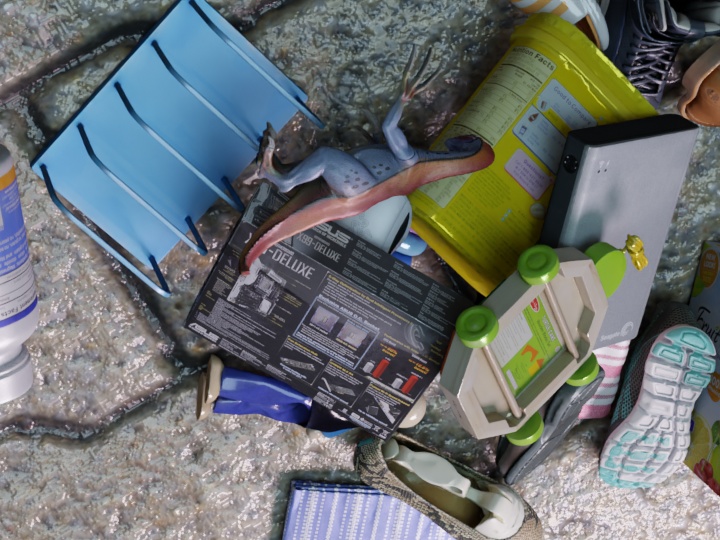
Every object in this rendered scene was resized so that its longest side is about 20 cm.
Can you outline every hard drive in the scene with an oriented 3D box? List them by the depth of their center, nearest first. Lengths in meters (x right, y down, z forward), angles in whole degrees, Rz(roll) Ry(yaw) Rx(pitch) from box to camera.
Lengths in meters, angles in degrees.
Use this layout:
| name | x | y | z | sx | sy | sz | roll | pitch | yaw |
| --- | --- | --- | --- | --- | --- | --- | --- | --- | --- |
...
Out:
| name | x | y | z | sx | sy | sz | roll | pitch | yaw |
| --- | --- | --- | --- | --- | --- | --- | --- | --- | --- |
| hard drive | 0.198 | -0.025 | 1.575 | 0.139 | 0.033 | 0.201 | -13 | 126 | -41 |

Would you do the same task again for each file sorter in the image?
| name | x | y | z | sx | sy | sz | roll | pitch | yaw |
| --- | --- | --- | --- | --- | --- | --- | --- | --- | --- |
| file sorter | -0.147 | -0.100 | 1.562 | 0.139 | 0.123 | 0.200 | 41 | 95 | -23 |

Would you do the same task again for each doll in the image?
| name | x | y | z | sx | sy | sz | roll | pitch | yaw |
| --- | --- | --- | --- | --- | --- | --- | --- | --- | --- |
| doll | -0.038 | 0.113 | 1.680 | 0.199 | 0.137 | 0.049 | 7 | 63 | -13 |

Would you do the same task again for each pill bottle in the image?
| name | x | y | z | sx | sy | sz | roll | pitch | yaw |
| --- | --- | --- | --- | --- | --- | --- | --- | --- | --- |
| pill bottle | -0.320 | 0.005 | 1.557 | 0.111 | 0.112 | 0.201 | -11 | 112 | -11 |

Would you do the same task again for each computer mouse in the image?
| name | x | y | z | sx | sy | sz | roll | pitch | yaw |
| --- | --- | --- | --- | --- | --- | --- | --- | --- | --- |
| computer mouse | -0.021 | -0.001 | 1.573 | 0.109 | 0.044 | 0.200 | 31 | 134 | 5 |

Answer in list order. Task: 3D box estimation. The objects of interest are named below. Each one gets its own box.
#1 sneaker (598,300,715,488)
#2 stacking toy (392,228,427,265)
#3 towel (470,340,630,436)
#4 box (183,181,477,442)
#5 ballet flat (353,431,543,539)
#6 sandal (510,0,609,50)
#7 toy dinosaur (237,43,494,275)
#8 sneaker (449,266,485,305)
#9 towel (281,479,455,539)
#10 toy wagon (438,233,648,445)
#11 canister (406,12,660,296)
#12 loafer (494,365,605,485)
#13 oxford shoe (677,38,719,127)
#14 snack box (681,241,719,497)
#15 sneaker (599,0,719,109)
| name | x | y | z | sx | sy | sz | roll | pitch | yaw |
| --- | --- | --- | --- | --- | --- | --- | --- | --- | --- |
| sneaker | 0.272 | 0.113 | 1.774 | 0.077 | 0.091 | 0.201 | 15 | 123 | -9 |
| stacking toy | 0.000 | 0.000 | 1.663 | 0.085 | 0.085 | 0.201 | 28 | 103 | -22 |
| towel | 0.174 | 0.073 | 1.715 | 0.145 | 0.030 | 0.201 | -7 | 140 | -13 |
| box | -0.028 | 0.036 | 1.548 | 0.199 | 0.050 | 0.158 | 29 | 139 | -3 |
| ballet flat | 0.088 | 0.202 | 1.737 | 0.199 | 0.075 | 0.068 | 29 | 67 | -10 |
| sandal | 0.133 | -0.261 | 1.611 | 0.059 | 0.079 | 0.207 | -36 | 106 | 0 |
| toy dinosaur | 0.010 | -0.072 | 1.485 | 0.180 | 0.105 | 0.201 | 13 | 85 | -8 |
| sneaker | 0.123 | -0.036 | 1.682 | 0.097 | 0.071 | 0.202 | -15 | 113 | -19 |
| towel | 0.020 | 0.264 | 1.794 | 0.199 | 0.024 | 0.146 | 5 | 109 | -15 |
| toy wagon | 0.146 | 0.043 | 1.513 | 0.200 | 0.040 | 0.155 | -45 | 141 | -14 |
| canister | 0.135 | -0.089 | 1.589 | 0.148 | 0.086 | 0.200 | 43 | 80 | -20 |
| loafer | 0.158 | 0.120 | 1.706 | 0.072 | 0.200 | 0.063 | -33 | 73 | -31 |
| oxford shoe | 0.316 | -0.142 | 1.640 | 0.071 | 0.200 | 0.071 | -43 | 80 | 7 |
| snack box | 0.350 | 0.095 | 1.741 | 0.067 | 0.169 | 0.201 | 7 | 106 | -21 |
| sneaker | 0.249 | -0.185 | 1.628 | 0.076 | 0.146 | 0.204 | -1 | 111 | -17 |
